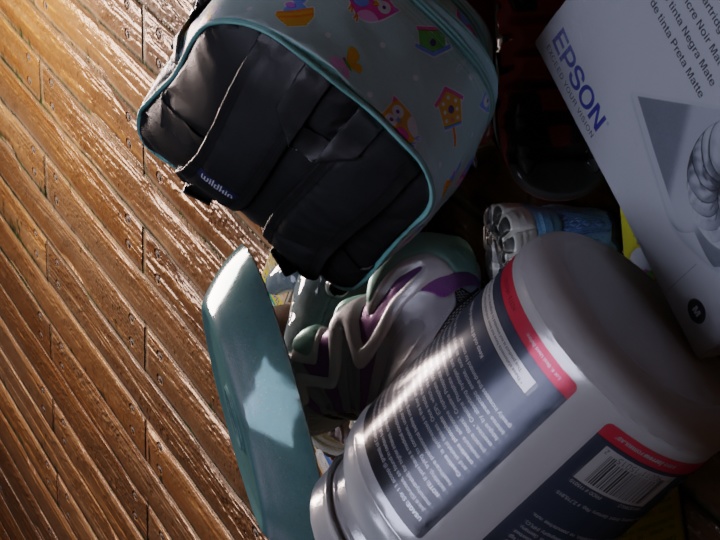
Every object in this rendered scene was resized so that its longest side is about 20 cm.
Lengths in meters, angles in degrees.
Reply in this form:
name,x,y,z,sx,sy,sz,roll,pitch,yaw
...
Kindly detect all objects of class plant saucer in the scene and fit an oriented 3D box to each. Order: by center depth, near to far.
name,x,y,z,sx,sy,sz,roll,pitch,yaw
plant saucer,-0.062,0.085,0.953,0.200,0.036,0.202,164,90,-81

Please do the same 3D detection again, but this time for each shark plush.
name,x,y,z,sx,sy,sz,roll,pitch,yaw
shark plush,0.000,0.000,1.034,0.091,0.083,0.200,34,126,-6

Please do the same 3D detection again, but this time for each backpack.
name,x,y,z,sx,sy,sz,roll,pitch,yaw
backpack,-0.013,-0.098,0.865,0.176,0.154,0.200,40,162,-3

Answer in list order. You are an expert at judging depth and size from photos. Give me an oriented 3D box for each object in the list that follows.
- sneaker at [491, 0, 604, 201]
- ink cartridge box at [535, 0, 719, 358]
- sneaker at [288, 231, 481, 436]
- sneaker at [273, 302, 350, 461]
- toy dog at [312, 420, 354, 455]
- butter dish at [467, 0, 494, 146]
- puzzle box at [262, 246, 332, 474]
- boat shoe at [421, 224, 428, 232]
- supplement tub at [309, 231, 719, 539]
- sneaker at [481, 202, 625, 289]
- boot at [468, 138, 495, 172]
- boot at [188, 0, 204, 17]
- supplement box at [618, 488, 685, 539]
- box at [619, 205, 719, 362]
name,x,y,z,sx,sy,sz,roll,pitch,yaw
sneaker,0.108,-0.136,0.906,0.098,0.070,0.202,104,167,-84
ink cartridge box,0.178,-0.087,0.738,0.201,0.040,0.200,66,149,19
sneaker,0.018,0.086,0.961,0.200,0.077,0.141,-51,47,43
sneaker,-0.042,0.108,1.249,0.200,0.075,0.071,54,144,39
toy dog,0.043,0.139,1.043,0.096,0.131,0.201,60,-173,-80
butter dish,0.017,-0.206,0.985,0.198,0.148,0.201,18,142,27
puzzle box,-0.035,0.077,1.334,0.201,0.025,0.133,62,149,28
boat shoe,0.041,0.045,1.138,0.071,0.076,0.202,11,113,25
supplement tub,0.080,0.091,0.816,0.200,0.140,0.141,-47,55,25
sneaker,0.121,0.024,0.947,0.200,0.089,0.079,86,176,-65
boot,0.015,-0.129,1.089,0.200,0.072,0.156,-5,101,67
boot,-0.106,-0.197,1.270,0.200,0.065,0.166,-100,22,-66
supplement box,0.131,0.203,0.973,0.109,0.108,0.202,5,105,61
box,0.191,-0.014,0.833,0.117,0.048,0.202,15,113,59
